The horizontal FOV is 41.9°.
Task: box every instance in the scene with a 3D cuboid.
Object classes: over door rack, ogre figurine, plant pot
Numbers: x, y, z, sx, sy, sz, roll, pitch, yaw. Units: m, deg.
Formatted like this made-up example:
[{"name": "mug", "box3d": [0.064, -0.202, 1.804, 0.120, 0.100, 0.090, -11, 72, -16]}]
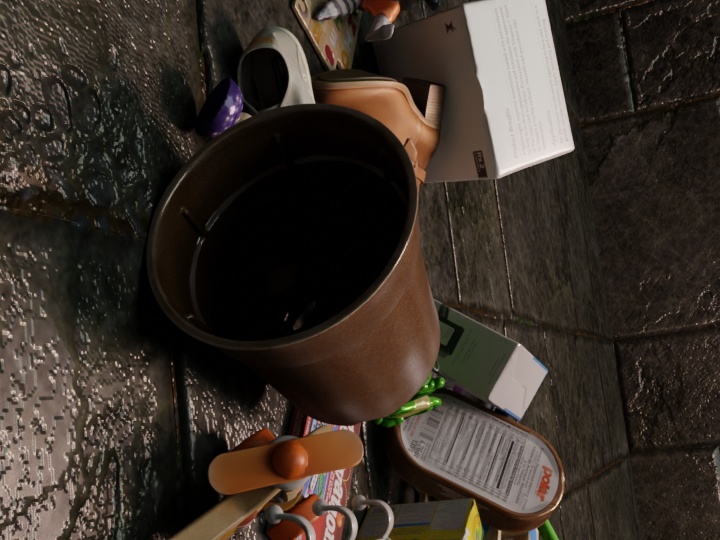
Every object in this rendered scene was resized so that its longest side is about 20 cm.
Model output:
[{"name": "over door rack", "box3d": [-0.065, 0.239, 0.622, 0.201, 0.066, 0.148, -63, 155, 3]}, {"name": "ogre figurine", "box3d": [0.027, 0.074, 0.890, 0.200, 0.097, 0.121, 44, 26, -71]}, {"name": "plant pot", "box3d": [-0.030, 0.012, 0.724, 0.199, 0.199, 0.202, 60, 28, -55]}]

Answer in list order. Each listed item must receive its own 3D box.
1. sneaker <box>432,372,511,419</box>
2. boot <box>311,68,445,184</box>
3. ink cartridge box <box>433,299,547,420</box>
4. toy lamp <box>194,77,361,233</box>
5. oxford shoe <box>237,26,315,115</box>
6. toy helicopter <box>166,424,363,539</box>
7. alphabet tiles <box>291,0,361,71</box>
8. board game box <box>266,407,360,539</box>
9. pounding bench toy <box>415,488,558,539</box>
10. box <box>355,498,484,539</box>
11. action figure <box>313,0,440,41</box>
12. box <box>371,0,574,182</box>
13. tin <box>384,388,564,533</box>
[{"name": "sneaker", "box3d": [0.138, 0.137, 1.110, 0.078, 0.139, 0.201, 49, 38, -52]}, {"name": "boot", "box3d": [0.016, -0.139, 1.047, 0.199, 0.073, 0.156, -1, 110, -41]}, {"name": "ink cartridge box", "box3d": [0.093, 0.080, 1.036, 0.068, 0.199, 0.116, -59, 147, -5]}, {"name": "toy lamp", "box3d": [-0.044, -0.084, 0.789, 0.199, 0.058, 0.059, 31, 47, -27]}, {"name": "oxford shoe", "box3d": [-0.061, -0.117, 0.842, 0.058, 0.075, 0.202, -38, 112, -63]}, {"name": "toy helicopter", "box3d": [-0.080, 0.159, 0.624, 0.079, 0.132, 0.200, 52, 39, 9]}, {"name": "alphabet tiles", "box3d": [-0.039, -0.322, 1.068, 0.167, 0.006, 0.201, 58, 31, -44]}, {"name": "board game box", "box3d": [-0.036, 0.170, 0.850, 0.201, 0.019, 0.103, -79, 152, -42]}, {"name": "pounding bench toy", "box3d": [0.164, 0.305, 1.045, 0.157, 0.198, 0.125, -77, 148, -43]}, {"name": "box", "box3d": [0.038, 0.289, 0.851, 0.200, 0.116, 0.049, -51, 127, -61]}, {"name": "action figure", "box3d": [-0.008, -0.347, 1.073, 0.200, 0.104, 0.194, 47, 22, -8]}, {"name": "box", "box3d": [0.135, -0.220, 1.157, 0.130, 0.199, 0.201, -19, 102, -29]}, {"name": "tin", "box3d": [0.122, 0.199, 0.999, 0.042, 0.199, 0.112, 110, 7, -57]}]
